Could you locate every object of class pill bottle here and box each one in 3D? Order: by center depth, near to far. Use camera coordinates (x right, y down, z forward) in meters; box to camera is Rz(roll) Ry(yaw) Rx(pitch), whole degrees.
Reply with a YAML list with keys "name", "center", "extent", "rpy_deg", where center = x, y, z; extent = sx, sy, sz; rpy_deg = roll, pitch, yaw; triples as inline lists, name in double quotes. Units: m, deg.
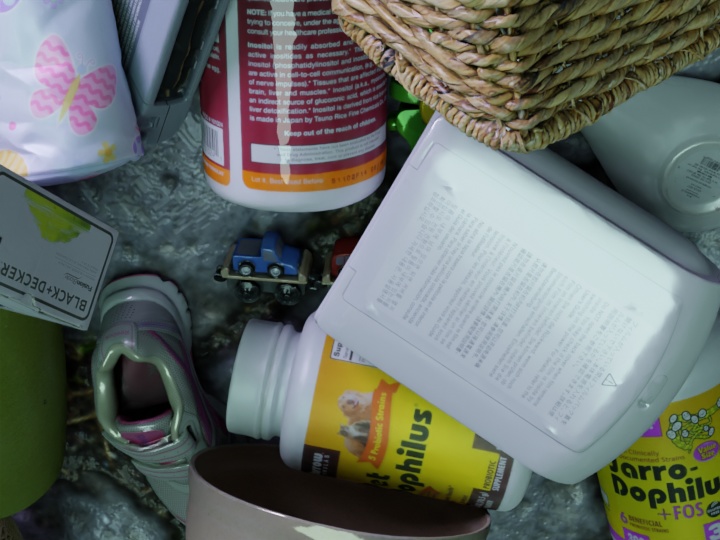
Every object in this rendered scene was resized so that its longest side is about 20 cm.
- name: "pill bottle"
  center: [-0.039, -0.144, 0.717]
  extent: [0.113, 0.113, 0.201]
  rpy_deg: [3, 115, 6]
- name: "pill bottle"
  center: [0.198, 0.091, 0.801]
  extent: [0.104, 0.104, 0.201]
  rpy_deg: [-12, 113, 12]
- name: "pill bottle"
  center: [0.016, 0.089, 0.821]
  extent: [0.199, 0.109, 0.110]
  rpy_deg: [11, 116, 2]

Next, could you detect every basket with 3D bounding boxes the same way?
- name: "basket"
  center: [0.083, -0.163, 0.648]
  extent: [0.143, 0.200, 0.149]
  rpy_deg: [13, 127, 49]

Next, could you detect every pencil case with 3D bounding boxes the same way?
- name: "pencil case"
  center: [-0.182, -0.145, 0.682]
  extent: [0.090, 0.083, 0.201]
  rpy_deg: [-14, 99, -18]

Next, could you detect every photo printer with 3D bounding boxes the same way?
- name: "photo printer"
  center: [0.095, 0.017, 0.714]
  extent: [0.200, 0.069, 0.167]
  rpy_deg: [33, 113, 5]

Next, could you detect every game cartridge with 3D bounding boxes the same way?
- name: "game cartridge"
  center: [-0.117, -0.181, 0.684]
  extent: [0.041, 0.133, 0.200]
  rpy_deg: [-11, 154, -29]

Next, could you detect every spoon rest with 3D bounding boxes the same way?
- name: "spoon rest"
  center: [0.167, -0.089, 0.756]
  extent: [0.200, 0.061, 0.099]
  rpy_deg: [24, 117, -19]

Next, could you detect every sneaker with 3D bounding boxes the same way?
- name: "sneaker"
  center: [-0.140, 0.108, 0.861]
  extent: [0.081, 0.088, 0.200]
  rpy_deg: [-16, 112, 14]

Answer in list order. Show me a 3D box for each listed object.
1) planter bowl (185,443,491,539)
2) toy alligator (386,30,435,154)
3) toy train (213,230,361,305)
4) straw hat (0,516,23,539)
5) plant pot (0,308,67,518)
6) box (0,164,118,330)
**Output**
- name: "planter bowl"
  center: [-0.026, 0.205, 0.810]
  extent: [0.200, 0.200, 0.135]
  rpy_deg: [12, 93, 2]
- name: "toy alligator"
  center: [0.040, -0.105, 0.755]
  extent: [0.054, 0.059, 0.201]
  rpy_deg: [15, 116, 0]
- name: "toy train"
  center: [0.000, 0.000, 0.820]
  extent: [0.199, 0.034, 0.046]
  rpy_deg: [2, 126, 6]
- name: "straw hat"
  center: [-0.304, 0.211, 0.928]
  extent: [0.200, 0.085, 0.201]
  rpy_deg: [11, 133, 12]
- name: "plant pot"
  center: [-0.272, 0.068, 0.827]
  extent: [0.186, 0.187, 0.200]
  rpy_deg: [-4, 131, 9]
- name: "box"
  center: [-0.249, -0.028, 0.680]
  extent: [0.199, 0.117, 0.060]
  rpy_deg: [12, 78, 27]
